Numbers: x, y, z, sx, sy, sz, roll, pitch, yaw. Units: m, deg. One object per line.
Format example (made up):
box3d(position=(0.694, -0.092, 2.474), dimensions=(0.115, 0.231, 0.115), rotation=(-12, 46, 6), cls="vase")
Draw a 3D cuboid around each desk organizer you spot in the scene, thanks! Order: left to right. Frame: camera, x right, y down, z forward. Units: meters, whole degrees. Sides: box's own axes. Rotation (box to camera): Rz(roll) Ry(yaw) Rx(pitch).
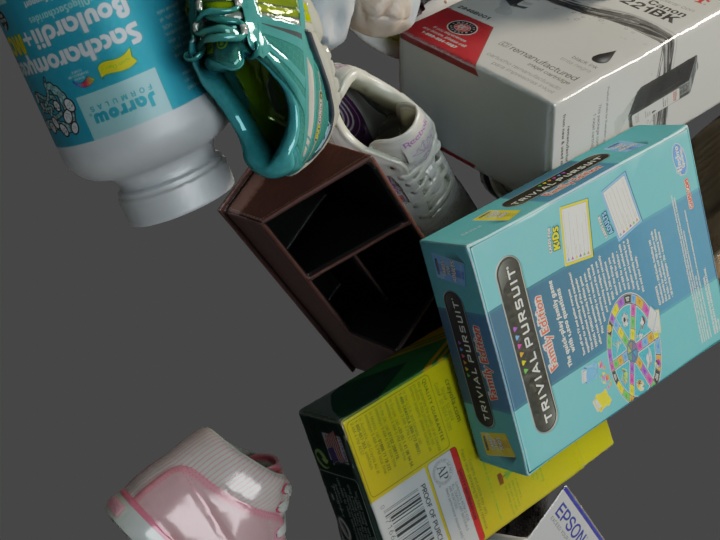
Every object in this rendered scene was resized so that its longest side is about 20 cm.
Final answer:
box3d(position=(0.000, 0.000, 0.846), dimensions=(0.072, 0.077, 0.200), rotation=(-56, 140, -17), cls="desk organizer")

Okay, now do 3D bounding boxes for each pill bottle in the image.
box3d(position=(-0.142, -0.129, 0.762), dimensions=(0.111, 0.111, 0.200), rotation=(-31, 109, -27), cls="pill bottle")

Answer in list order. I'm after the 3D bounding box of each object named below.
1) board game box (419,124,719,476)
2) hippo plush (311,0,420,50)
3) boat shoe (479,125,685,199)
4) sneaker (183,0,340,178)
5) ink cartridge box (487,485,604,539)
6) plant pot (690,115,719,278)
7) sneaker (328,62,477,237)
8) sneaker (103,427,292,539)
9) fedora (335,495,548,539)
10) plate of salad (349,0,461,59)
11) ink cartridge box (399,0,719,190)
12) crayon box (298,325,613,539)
box3d(position=(0.141, 0.013, 0.825), dimensions=(0.200, 0.047, 0.151), rotation=(-27, 111, -31), cls="board game box")
box3d(position=(0.001, -0.226, 0.778), dimensions=(0.200, 0.161, 0.160), rotation=(-26, 92, -15), cls="hippo plush")
box3d(position=(0.163, -0.086, 0.994), dimensions=(0.200, 0.062, 0.075), rotation=(-20, 102, -33), cls="boat shoe")
box3d(position=(-0.065, -0.144, 0.716), dimensions=(0.200, 0.077, 0.080), rotation=(66, 29, -23), cls="sneaker")
box3d(position=(0.109, 0.272, 0.914), dimensions=(0.200, 0.047, 0.198), rotation=(-52, 132, -19), cls="ink cartridge box")
box3d(position=(0.321, -0.080, 1.050), dimensions=(0.201, 0.201, 0.093), rotation=(-23, 72, -30), cls="plant pot")
box3d(position=(0.024, -0.066, 0.883), dimensions=(0.200, 0.100, 0.075), rotation=(40, 70, -30), cls="sneaker")
box3d(position=(-0.065, 0.186, 0.857), dimensions=(0.105, 0.075, 0.200), rotation=(-46, 112, -16), cls="sneaker")
box3d(position=(0.077, 0.152, 0.937), dimensions=(0.200, 0.092, 0.201), rotation=(-3, 96, -33), cls="fedora")
box3d(position=(0.049, -0.246, 0.916), dimensions=(0.200, 0.048, 0.201), rotation=(-3, 96, -33), cls="plate of salad")
box3d(position=(0.147, -0.144, 0.917), dimensions=(0.200, 0.144, 0.084), rotation=(-30, 135, -31), cls="ink cartridge box")
box3d(position=(0.068, 0.103, 0.840), dimensions=(0.200, 0.051, 0.127), rotation=(-27, 108, -31), cls="crayon box")
